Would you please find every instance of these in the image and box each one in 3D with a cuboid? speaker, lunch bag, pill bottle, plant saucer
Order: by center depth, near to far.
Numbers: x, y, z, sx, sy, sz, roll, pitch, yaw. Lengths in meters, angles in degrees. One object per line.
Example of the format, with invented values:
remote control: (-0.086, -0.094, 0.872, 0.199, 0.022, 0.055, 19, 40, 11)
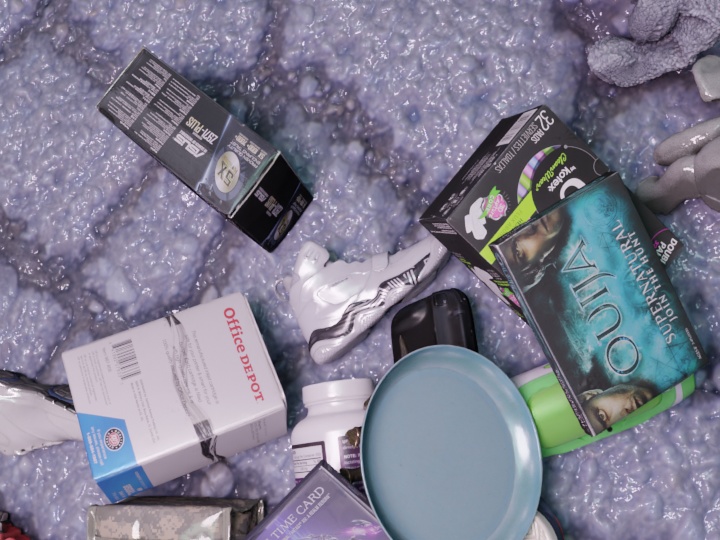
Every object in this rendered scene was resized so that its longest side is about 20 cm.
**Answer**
plant saucer: (0.081, 0.170, 0.752, 0.197, 0.027, 0.204, 10, 69, -26)
speaker: (0.230, 0.125, 0.840, 0.197, 0.088, 0.090, -22, 76, 4)
pill bottle: (-0.011, 0.217, 0.845, 0.110, 0.112, 0.204, -8, 78, 7)
lunch bag: (-0.192, 0.340, 0.847, 0.161, 0.118, 0.204, -2, 82, 14)

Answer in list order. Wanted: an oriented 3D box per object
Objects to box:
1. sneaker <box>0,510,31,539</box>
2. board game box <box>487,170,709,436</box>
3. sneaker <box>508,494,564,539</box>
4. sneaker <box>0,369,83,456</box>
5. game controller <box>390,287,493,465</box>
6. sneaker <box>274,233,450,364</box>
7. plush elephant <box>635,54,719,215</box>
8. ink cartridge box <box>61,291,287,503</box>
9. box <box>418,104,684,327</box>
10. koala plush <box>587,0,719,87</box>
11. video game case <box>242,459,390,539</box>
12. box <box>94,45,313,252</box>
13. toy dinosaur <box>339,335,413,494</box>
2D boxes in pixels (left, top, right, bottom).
sneaker: (-0.397, 0.325, 0.905, 0.198, 0.071, 0.099, 23, 81, 11)
board game box: (0.220, 0.031, 0.758, 0.134, 0.028, 0.202, -30, 97, -6)
sneaker: (0.134, 0.228, 0.847, 0.075, 0.084, 0.200, -47, 51, 11)
sneaker: (-0.367, 0.170, 0.941, 0.197, 0.074, 0.089, 10, 92, 17)
game controller: (0.080, 0.121, 0.857, 0.104, 0.042, 0.203, -30, 55, 42)
sneaker: (0.000, 0.000, 0.904, 0.199, 0.075, 0.115, -40, 78, 3)
plush elephant: (0.394, -0.132, 0.834, 0.163, 0.201, 0.156, 29, 66, 20)
ink cartridge box: (-0.189, 0.129, 0.863, 0.197, 0.085, 0.146, -19, 62, -13)
box: (0.186, -0.038, 0.826, 0.200, 0.124, 0.149, 42, 87, -10)
koala plush: (0.278, -0.313, 0.829, 0.198, 0.183, 0.180, 24, 79, -28)
video game case: (-0.007, 0.286, 0.760, 0.200, 0.019, 0.143, 42, 106, -6)
box: (-0.165, -0.126, 0.910, 0.199, 0.164, 0.086, 38, 86, 13)
toy dinosaur: (0.038, 0.169, 0.790, 0.076, 0.101, 0.203, -22, 64, 41)
